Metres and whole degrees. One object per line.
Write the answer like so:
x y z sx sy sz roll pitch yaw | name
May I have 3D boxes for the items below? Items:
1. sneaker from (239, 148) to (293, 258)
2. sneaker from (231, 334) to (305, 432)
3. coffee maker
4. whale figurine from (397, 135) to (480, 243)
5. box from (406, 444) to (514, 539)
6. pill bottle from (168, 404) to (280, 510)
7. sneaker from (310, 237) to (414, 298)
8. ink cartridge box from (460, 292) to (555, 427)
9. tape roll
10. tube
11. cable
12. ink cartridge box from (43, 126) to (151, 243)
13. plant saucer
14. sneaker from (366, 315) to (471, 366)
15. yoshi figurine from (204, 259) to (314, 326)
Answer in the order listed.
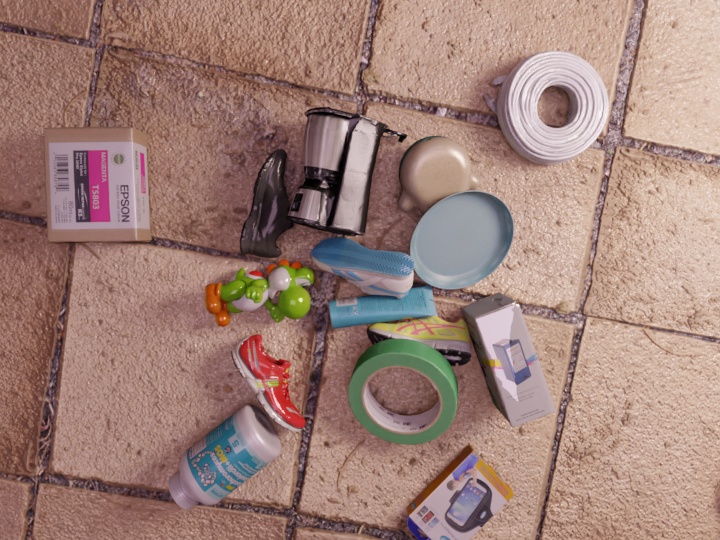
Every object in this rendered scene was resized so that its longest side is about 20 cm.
-0.159 -0.119 1.064 0.089 0.076 0.204 15 100 -12 | sneaker
-0.156 0.207 1.075 0.084 0.077 0.201 -36 94 -4 | sneaker
-0.022 -0.165 1.026 0.188 0.135 0.204 10 93 -3 | coffee maker
0.139 -0.146 1.063 0.156 0.104 0.203 -19 118 -2 | whale figurine
0.182 0.450 1.113 0.119 0.041 0.200 44 89 -3 | box
-0.251 0.346 1.060 0.199 0.111 0.112 -38 93 1 | pill bottle
0.000 0.000 1.063 0.196 0.082 0.077 16 50 15 | sneaker
0.260 0.154 1.045 0.086 0.145 0.204 -18 94 1 | ink cartridge box
0.077 0.221 1.052 0.196 0.048 0.204 6 117 11 | tape roll
0.040 0.068 1.079 0.196 0.051 0.078 -9 49 1 | tube
0.350 -0.298 1.060 0.198 0.069 0.202 -29 93 0 | cable
-0.471 -0.151 1.046 0.161 0.075 0.205 -2 93 0 | ink cartridge box
0.181 -0.057 1.051 0.196 0.028 0.203 -7 125 -10 | plant saucer
0.110 0.118 1.083 0.196 0.079 0.092 8 56 9 | sneaker
-0.174 0.056 1.055 0.196 0.113 0.114 -15 109 -3 | yoshi figurine
